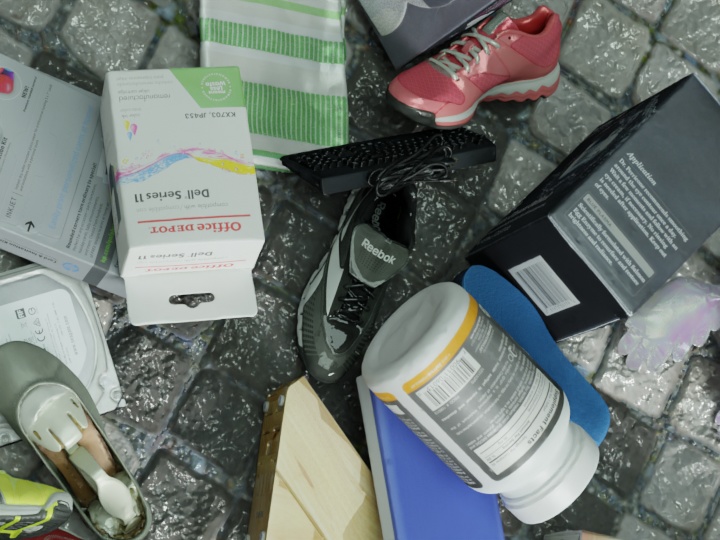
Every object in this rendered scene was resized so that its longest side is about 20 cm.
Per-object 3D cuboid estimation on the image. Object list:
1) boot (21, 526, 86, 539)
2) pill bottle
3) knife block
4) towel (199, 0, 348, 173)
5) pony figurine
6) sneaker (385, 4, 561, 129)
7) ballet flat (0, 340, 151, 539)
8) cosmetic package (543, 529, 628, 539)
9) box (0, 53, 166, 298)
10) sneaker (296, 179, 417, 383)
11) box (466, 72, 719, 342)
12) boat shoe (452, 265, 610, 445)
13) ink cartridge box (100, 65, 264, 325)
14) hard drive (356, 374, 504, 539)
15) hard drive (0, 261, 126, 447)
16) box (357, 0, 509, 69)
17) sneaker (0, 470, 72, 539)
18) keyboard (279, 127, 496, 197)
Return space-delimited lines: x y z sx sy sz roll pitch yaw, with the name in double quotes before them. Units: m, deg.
"boot" -0.226 0.240 1.610 0.199 0.144 0.073 17 77 -15
"pill bottle" 0.104 0.115 1.709 0.200 0.116 0.117 45 70 -19
"knife block" -0.005 0.205 1.737 0.174 0.064 0.202 11 77 -18
"towel" -0.073 -0.186 1.783 0.152 0.023 0.202 6 79 -31
"pony figurine" 0.359 0.051 1.843 0.166 0.200 0.194 38 87 -17
"sneaker" 0.103 -0.191 1.808 0.199 0.087 0.074 -21 46 -36
"ballet flat" -0.229 0.141 1.636 0.067 0.064 0.201 -37 115 -14
"cosmetic package" 0.261 0.301 1.802 0.198 0.087 0.104 13 76 -17
"box" -0.243 -0.077 1.693 0.199 0.041 0.157 22 59 -16
"sneaker" 0.000 0.000 1.758 0.066 0.090 0.201 25 74 -13
"box" 0.225 -0.049 1.790 0.200 0.197 0.118 -43 95 -21
"boat shoe" 0.136 0.088 1.798 0.201 0.068 0.084 55 48 -8
"ink cartridge box" -0.145 -0.062 1.658 0.116 0.067 0.202 -4 70 -15
"hard drive" 0.066 0.190 1.739 0.131 0.025 0.202 8 64 -42
"hard drive" -0.307 0.077 1.666 0.199 0.038 0.141 -16 86 -20
"box" 0.082 -0.283 1.766 0.114 0.200 0.133 -32 92 -33
"sneaker" -0.323 0.166 1.581 0.198 0.075 0.077 7 66 -9
"keyboard" 0.036 -0.107 1.763 0.199 0.104 0.040 -14 122 -34
